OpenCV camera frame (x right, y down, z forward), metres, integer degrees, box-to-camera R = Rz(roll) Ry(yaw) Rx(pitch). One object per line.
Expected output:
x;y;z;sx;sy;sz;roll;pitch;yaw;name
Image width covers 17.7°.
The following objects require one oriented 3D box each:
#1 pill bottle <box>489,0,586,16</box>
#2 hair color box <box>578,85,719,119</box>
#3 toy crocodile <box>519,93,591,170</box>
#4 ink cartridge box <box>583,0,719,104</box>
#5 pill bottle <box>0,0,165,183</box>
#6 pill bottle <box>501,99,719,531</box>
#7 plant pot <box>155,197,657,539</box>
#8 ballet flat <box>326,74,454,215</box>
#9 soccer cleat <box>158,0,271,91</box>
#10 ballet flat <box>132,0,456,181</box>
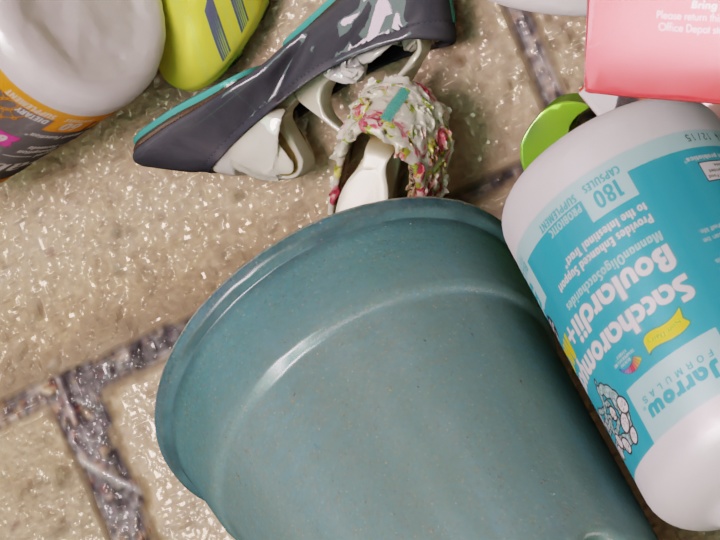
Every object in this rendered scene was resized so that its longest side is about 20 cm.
0.100;-0.226;1.043;0.114;0.114;0.201;12;119;24;pill bottle
0.209;-0.111;1.061;0.200;0.061;0.102;-44;77;24;hair color box
0.148;0.001;1.099;0.200;0.067;0.062;49;112;14;toy crocodile
0.163;-0.103;0.938;0.116;0.200;0.068;6;98;25;ink cartridge box
-0.201;-0.105;1.212;0.200;0.116;0.117;-26;84;45;pill bottle
0.148;0.033;0.987;0.111;0.111;0.201;-40;62;24;pill bottle
0.033;0.107;1.054;0.200;0.200;0.196;-51;47;21;plant pot
0.000;0.000;1.150;0.075;0.064;0.201;13;115;16;ballet flat
-0.071;-0.188;1.174;0.065;0.084;0.201;30;107;26;soccer cleat
-0.031;-0.088;1.178;0.200;0.073;0.073;-33;81;23;ballet flat
